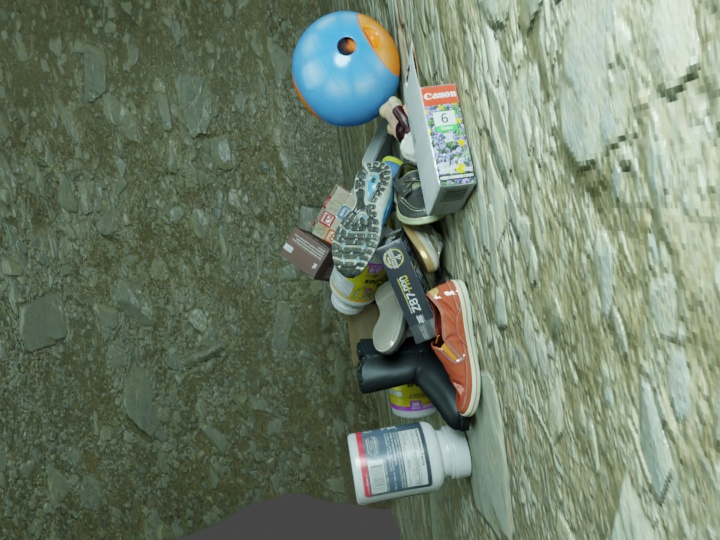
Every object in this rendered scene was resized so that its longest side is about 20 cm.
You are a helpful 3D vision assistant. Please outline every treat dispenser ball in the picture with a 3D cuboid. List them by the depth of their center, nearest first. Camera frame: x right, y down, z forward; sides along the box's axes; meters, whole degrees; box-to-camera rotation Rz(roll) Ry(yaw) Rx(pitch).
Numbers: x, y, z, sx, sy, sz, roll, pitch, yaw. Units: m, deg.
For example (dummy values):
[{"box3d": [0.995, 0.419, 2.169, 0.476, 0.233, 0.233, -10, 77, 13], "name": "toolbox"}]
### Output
[{"box3d": [-0.026, -0.368, 1.069, 0.201, 0.200, 0.202, 171, 90, -86], "name": "treat dispenser ball"}]

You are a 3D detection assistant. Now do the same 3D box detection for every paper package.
[{"box3d": [0.046, 0.108, 1.363, 0.191, 0.103, 0.201, -61, -30, -54], "name": "paper package"}]

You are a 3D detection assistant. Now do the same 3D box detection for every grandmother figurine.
[{"box3d": [0.078, -0.230, 0.956, 0.121, 0.060, 0.200, 51, -170, -32], "name": "grandmother figurine"}]

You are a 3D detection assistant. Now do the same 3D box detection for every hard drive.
[{"box3d": [0.037, -0.228, 1.309, 0.200, 0.027, 0.132, 88, -158, -63], "name": "hard drive"}]

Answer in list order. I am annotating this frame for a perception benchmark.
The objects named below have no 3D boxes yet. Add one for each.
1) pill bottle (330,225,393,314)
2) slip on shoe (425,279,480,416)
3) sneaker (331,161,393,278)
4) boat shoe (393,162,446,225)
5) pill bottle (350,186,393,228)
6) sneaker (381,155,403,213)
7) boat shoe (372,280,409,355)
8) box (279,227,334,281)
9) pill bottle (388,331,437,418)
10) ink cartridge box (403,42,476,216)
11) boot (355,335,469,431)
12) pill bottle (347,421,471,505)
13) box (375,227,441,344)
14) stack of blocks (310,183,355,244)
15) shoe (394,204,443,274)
[{"box3d": [0.000, 0.000, 1.154, 0.200, 0.104, 0.105, 113, 153, -47], "name": "pill bottle"}, {"box3d": [0.134, 0.115, 0.844, 0.074, 0.061, 0.201, -143, 43, -82], "name": "slip on shoe"}, {"box3d": [0.019, -0.077, 0.979, 0.201, 0.078, 0.090, -69, -24, -11], "name": "sneaker"}, {"box3d": [0.085, -0.125, 0.917, 0.201, 0.071, 0.066, -104, 1, -68], "name": "boat shoe"}, {"box3d": [0.027, -0.120, 1.490, 0.109, 0.109, 0.201, 90, 170, -66], "name": "pill bottle"}, {"box3d": [0.051, -0.159, 1.220, 0.200, 0.066, 0.079, 96, -165, -70], "name": "sneaker"}, {"box3d": [0.062, 0.086, 0.998, 0.057, 0.067, 0.200, 46, -159, -21], "name": "boat shoe"}, {"box3d": [-0.076, -0.028, 1.264, 0.075, 0.100, 0.200, -59, -23, 10], "name": "box"}, {"box3d": [0.100, 0.179, 1.140, 0.104, 0.104, 0.201, -133, 34, -83], "name": "pill bottle"}, {"box3d": [0.100, -0.184, 0.763, 0.109, 0.050, 0.201, 96, 166, -76], "name": "ink cartridge box"}, {"box3d": [0.081, 0.190, 0.970, 0.077, 0.167, 0.201, 84, 175, -48], "name": "boot"}, {"box3d": [0.083, 0.328, 1.007, 0.120, 0.199, 0.120, 172, 90, -86], "name": "pill bottle"}, {"box3d": [0.083, 0.016, 0.962, 0.200, 0.049, 0.162, -62, -53, -79], "name": "box"}, {"box3d": [0.006, -0.087, 1.260, 0.115, 0.200, 0.059, -59, 14, 8], "name": "stack of blocks"}, {"box3d": [0.101, -0.066, 0.941, 0.200, 0.053, 0.070, -104, -12, -56], "name": "shoe"}]
